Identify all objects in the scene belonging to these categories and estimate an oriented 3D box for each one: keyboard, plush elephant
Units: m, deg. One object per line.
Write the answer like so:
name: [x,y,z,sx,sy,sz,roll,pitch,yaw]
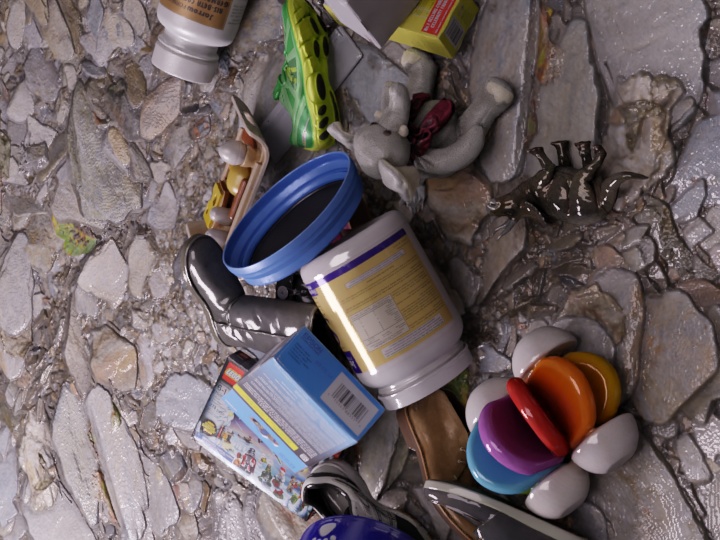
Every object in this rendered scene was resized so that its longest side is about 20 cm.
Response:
keyboard: [-0.070,-0.231,1.762,0.200,0.011,0.057,-48,69,29]
plush elephant: [0.053,-0.163,1.574,0.164,0.154,0.202,34,111,31]

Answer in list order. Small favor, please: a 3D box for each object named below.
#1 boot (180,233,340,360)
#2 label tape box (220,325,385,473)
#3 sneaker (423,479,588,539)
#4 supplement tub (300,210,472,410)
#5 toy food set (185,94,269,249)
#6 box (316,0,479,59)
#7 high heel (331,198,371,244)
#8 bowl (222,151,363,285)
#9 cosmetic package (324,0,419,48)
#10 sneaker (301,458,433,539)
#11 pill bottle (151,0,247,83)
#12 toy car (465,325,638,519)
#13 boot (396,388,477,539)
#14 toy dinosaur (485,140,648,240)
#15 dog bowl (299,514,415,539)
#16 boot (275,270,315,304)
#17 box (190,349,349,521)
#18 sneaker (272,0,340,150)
boot: [-0.126,0.043,1.677,0.199,0.072,0.183,14,138,47]
label tape box: [-0.075,0.163,1.647,0.144,0.063,0.200,46,150,-5]
sneaker: [0.151,0.316,1.519,0.198,0.075,0.108,22,88,11]
supplement tub: [0.034,0.048,1.580,0.144,0.145,0.202,-27,95,35]
toy food set: [-0.186,-0.118,1.779,0.202,0.060,0.144,-66,24,19]
box: [0.044,-0.324,1.630,0.198,0.050,0.076,25,82,34]
high heel: [0.000,0.000,1.700,0.096,0.066,0.203,178,83,-71]
bowl: [-0.080,-0.061,1.612,0.199,0.202,0.039,-23,119,36]
cosmetic package: [0.040,-0.377,1.562,0.200,0.107,0.090,-47,56,-2]
sneaker: [0.005,0.323,1.655,0.199,0.087,0.076,37,110,14]
pill bottle: [-0.213,-0.364,1.800,0.114,0.114,0.202,32,111,32]
toy car: [0.195,0.174,1.480,0.200,0.149,0.176,-49,64,28]
boot: [0.116,0.235,1.598,0.075,0.073,0.202,-34,69,22]
toy dinosaur: [0.241,-0.091,1.498,0.198,0.077,0.104,1,104,33]
dog bowl: [0.002,0.394,1.617,0.197,0.079,0.202,12,131,14]
boot: [-0.103,0.036,1.767,0.164,0.065,0.203,9,107,50]
box: [-0.116,0.218,1.759,0.199,0.040,0.138,32,111,15]
sneaker: [-0.082,-0.254,1.716,0.083,0.074,0.203,-7,92,30]
